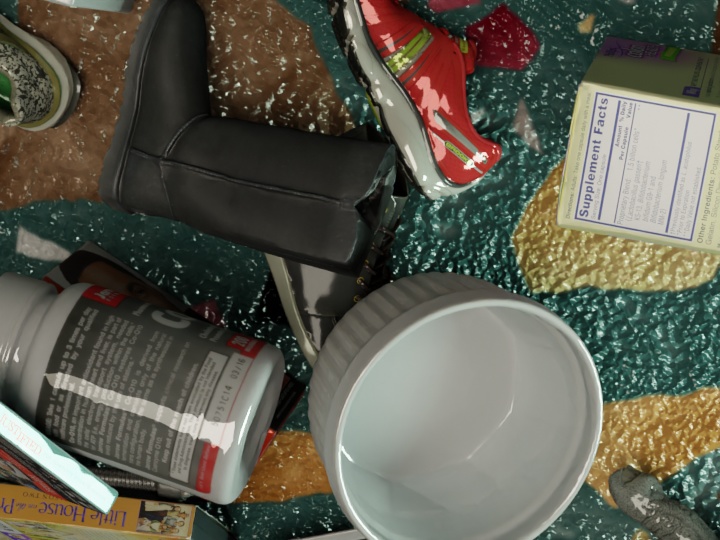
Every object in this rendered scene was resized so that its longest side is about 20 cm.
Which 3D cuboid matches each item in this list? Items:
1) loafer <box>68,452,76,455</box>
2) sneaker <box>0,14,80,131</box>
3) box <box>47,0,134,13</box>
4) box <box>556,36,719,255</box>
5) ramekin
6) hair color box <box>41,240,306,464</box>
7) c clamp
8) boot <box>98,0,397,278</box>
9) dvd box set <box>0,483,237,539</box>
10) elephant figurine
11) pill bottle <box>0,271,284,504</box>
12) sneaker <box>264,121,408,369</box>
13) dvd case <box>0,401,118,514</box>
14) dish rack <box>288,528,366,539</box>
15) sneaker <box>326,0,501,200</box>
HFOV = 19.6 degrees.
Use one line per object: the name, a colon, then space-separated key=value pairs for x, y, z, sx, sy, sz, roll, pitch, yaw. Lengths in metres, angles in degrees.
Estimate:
loafer: x=-0.243 y=0.112 z=1.573 sx=0.200 sy=0.072 sz=0.073 roll=1 pitch=106 yaw=12
sneaker: x=-0.298 y=-0.166 z=1.493 sx=0.200 sy=0.089 sz=0.077 roll=32 pitch=110 yaw=3
box: x=-0.255 y=-0.252 z=1.417 sx=0.200 sy=0.152 sz=0.106 roll=16 pitch=98 yaw=7
box: x=0.241 y=-0.076 z=1.355 sx=0.200 sy=0.176 sz=0.097 roll=11 pitch=108 yaw=9
ramekin: x=0.057 y=0.096 z=1.450 sx=0.200 sy=0.105 sz=0.200 roll=-7 pitch=111 yaw=-18
hair color box: x=-0.146 y=0.068 z=1.524 sx=0.200 sy=0.102 sz=0.061 roll=33 pitch=110 yaw=1
c clamp: x=-0.188 y=0.151 z=1.534 sx=0.200 sy=0.171 sz=0.027 roll=4 pitch=81 yaw=16
boot: x=-0.069 y=-0.097 z=1.438 sx=0.200 sy=0.066 sz=0.165 roll=15 pitch=93 yaw=25
dvd box set: x=-0.203 y=0.190 z=1.555 sx=0.200 sy=0.146 sz=0.029 roll=5 pitch=74 yaw=12
elephant figurine: x=0.261 y=0.253 z=1.491 sx=0.200 sy=0.155 sz=0.142 roll=12 pitch=152 yaw=19
pill bottle: x=-0.162 y=0.075 z=1.416 sx=0.200 sy=0.114 sz=0.114 roll=19 pitch=109 yaw=7
sneaker: x=0.000 y=0.000 z=1.483 sx=0.106 sy=0.075 sz=0.200 roll=-21 pitch=100 yaw=21
dvd case: x=-0.276 y=0.106 z=1.436 sx=0.200 sy=0.022 sz=0.146 roll=11 pitch=155 yaw=43
dish rack: x=0.024 y=0.266 z=1.577 sx=0.200 sy=0.044 sz=0.172 roll=-12 pitch=102 yaw=16
sneaker: x=0.036 y=-0.150 z=1.445 sx=0.085 sy=0.077 sz=0.200 roll=-26 pitch=98 yaw=-5
